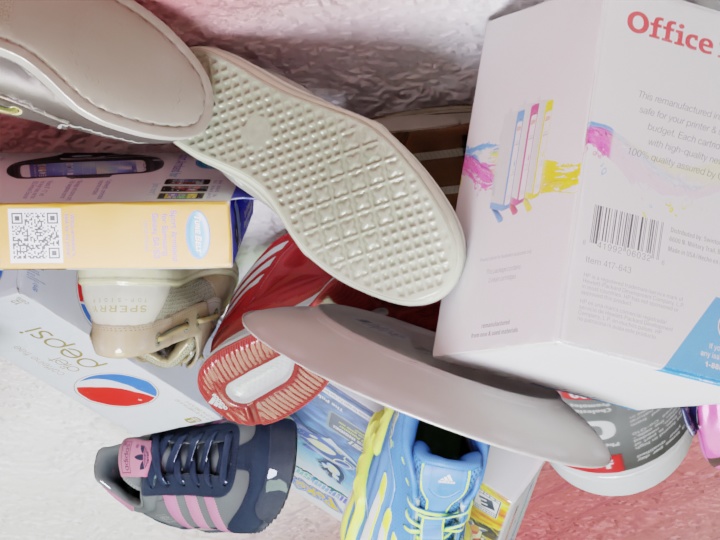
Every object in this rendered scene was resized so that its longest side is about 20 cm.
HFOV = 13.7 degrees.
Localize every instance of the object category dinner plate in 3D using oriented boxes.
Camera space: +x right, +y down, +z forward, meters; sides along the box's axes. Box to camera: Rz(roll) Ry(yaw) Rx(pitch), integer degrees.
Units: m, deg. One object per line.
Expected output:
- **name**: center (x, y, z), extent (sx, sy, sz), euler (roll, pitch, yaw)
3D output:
- **dinner plate**: center (0.036, 0.051, 1.504), extent (0.199, 0.024, 0.200), euler (20, -174, -2)

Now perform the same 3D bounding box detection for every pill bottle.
- **pill bottle**: center (0.137, 0.049, 1.706), extent (0.113, 0.115, 0.200), euler (-3, 153, 10)

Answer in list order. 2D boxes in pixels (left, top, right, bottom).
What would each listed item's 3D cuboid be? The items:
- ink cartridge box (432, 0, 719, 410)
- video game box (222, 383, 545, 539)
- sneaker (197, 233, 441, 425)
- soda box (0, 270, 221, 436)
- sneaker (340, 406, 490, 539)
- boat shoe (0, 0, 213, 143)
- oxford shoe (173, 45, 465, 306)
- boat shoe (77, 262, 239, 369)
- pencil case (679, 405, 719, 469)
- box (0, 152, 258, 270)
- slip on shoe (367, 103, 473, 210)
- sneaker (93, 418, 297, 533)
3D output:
- **ink cartridge box**: center (0.131, -0.045, 1.449), extent (0.128, 0.201, 0.125), euler (15, 168, -25)
- **video game box**: center (0.008, 0.106, 1.804), extent (0.199, 0.047, 0.182), euler (32, 158, 11)
- **sneaker**: center (0.000, 0.000, 1.647), extent (0.199, 0.116, 0.079), euler (-21, 124, 19)
- **soda box**: center (-0.160, 0.029, 1.742), extent (0.068, 0.064, 0.200), euler (-13, 149, 30)
- **sneaker**: center (0.030, 0.126, 1.655), extent (0.075, 0.201, 0.105), euler (7, -168, -1)
- **boat shoe**: center (-0.167, -0.108, 1.459), extent (0.199, 0.072, 0.059), euler (21, 149, -25)
- **oxford shoe**: center (-0.020, -0.049, 1.492), extent (0.200, 0.075, 0.058), euler (35, -173, 28)
- **boat shoe**: center (-0.113, 0.022, 1.661), extent (0.072, 0.065, 0.200), euler (-1, 178, 9)
- **pencil case**: center (0.284, 0.077, 1.657), extent (0.199, 0.091, 0.094), euler (5, 117, 25)
- **box**: center (-0.137, -0.032, 1.572), extent (0.198, 0.042, 0.119), euler (2, -165, 3)
- **slip on shoe**: center (0.075, -0.054, 1.573), extent (0.199, 0.077, 0.061), euler (-4, -166, -6)
- **sneaker**: center (-0.102, 0.123, 1.816), extent (0.082, 0.071, 0.200), euler (15, 162, -20)
